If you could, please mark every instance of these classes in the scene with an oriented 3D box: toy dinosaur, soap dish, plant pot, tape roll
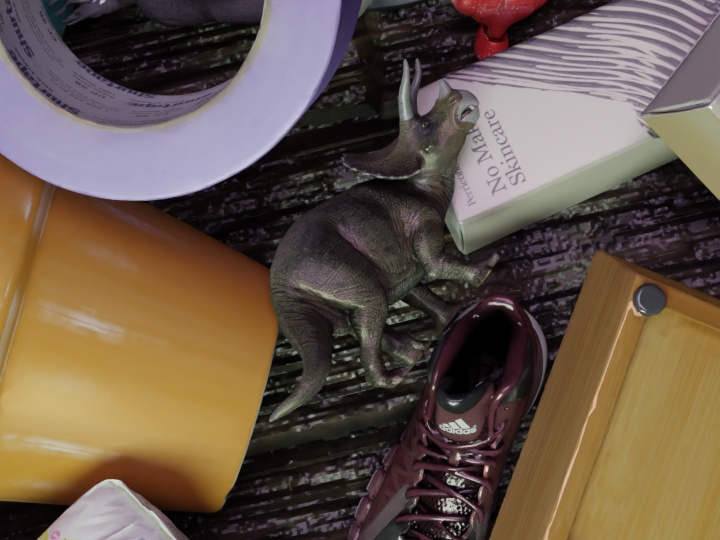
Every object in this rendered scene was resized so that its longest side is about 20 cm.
[{"bbox_3d":[0.000,0.000,1.105,0.102,0.077,0.200,40,66,3],"label":"toy dinosaur"},{"bbox_3d":[0.160,0.106,1.115,0.156,0.081,0.201,22,77,-3],"label":"soap dish"},{"bbox_3d":[-0.141,0.037,1.120,0.182,0.200,0.202,16,78,-8],"label":"plant pot"},{"bbox_3d":[-0.101,-0.139,1.038,0.198,0.085,0.202,2,104,7],"label":"tape roll"}]

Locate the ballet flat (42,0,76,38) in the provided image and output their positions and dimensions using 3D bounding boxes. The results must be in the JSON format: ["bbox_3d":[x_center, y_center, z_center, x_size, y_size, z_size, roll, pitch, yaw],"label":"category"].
[{"bbox_3d":[-0.167,-0.190,1.235,0.070,0.071,0.201,27,78,10],"label":"ballet flat"}]

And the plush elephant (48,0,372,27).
[{"bbox_3d":[-0.087,-0.214,1.138,0.198,0.156,0.165,-7,31,19],"label":"plush elephant"}]

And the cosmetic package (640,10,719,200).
[{"bbox_3d":[0.247,-0.048,1.116,0.200,0.071,0.105,45,73,-15],"label":"cosmetic package"}]

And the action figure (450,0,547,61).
[{"bbox_3d":[0.075,-0.205,1.183,0.065,0.052,0.202,-6,111,-20],"label":"action figure"}]

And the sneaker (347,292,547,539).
[{"bbox_3d":[0.038,0.099,1.120,0.075,0.116,0.201,16,78,8],"label":"sneaker"}]

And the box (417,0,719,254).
[{"bbox_3d":[0.126,-0.089,1.183,0.199,0.068,0.083,-26,77,-3],"label":"box"}]

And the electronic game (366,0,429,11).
[{"bbox_3d":[0.007,-0.243,1.241,0.198,0.042,0.202,-1,84,6],"label":"electronic game"}]

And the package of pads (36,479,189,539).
[{"bbox_3d":[-0.153,0.203,1.086,0.200,0.155,0.068,-45,67,-7],"label":"package of pads"}]
